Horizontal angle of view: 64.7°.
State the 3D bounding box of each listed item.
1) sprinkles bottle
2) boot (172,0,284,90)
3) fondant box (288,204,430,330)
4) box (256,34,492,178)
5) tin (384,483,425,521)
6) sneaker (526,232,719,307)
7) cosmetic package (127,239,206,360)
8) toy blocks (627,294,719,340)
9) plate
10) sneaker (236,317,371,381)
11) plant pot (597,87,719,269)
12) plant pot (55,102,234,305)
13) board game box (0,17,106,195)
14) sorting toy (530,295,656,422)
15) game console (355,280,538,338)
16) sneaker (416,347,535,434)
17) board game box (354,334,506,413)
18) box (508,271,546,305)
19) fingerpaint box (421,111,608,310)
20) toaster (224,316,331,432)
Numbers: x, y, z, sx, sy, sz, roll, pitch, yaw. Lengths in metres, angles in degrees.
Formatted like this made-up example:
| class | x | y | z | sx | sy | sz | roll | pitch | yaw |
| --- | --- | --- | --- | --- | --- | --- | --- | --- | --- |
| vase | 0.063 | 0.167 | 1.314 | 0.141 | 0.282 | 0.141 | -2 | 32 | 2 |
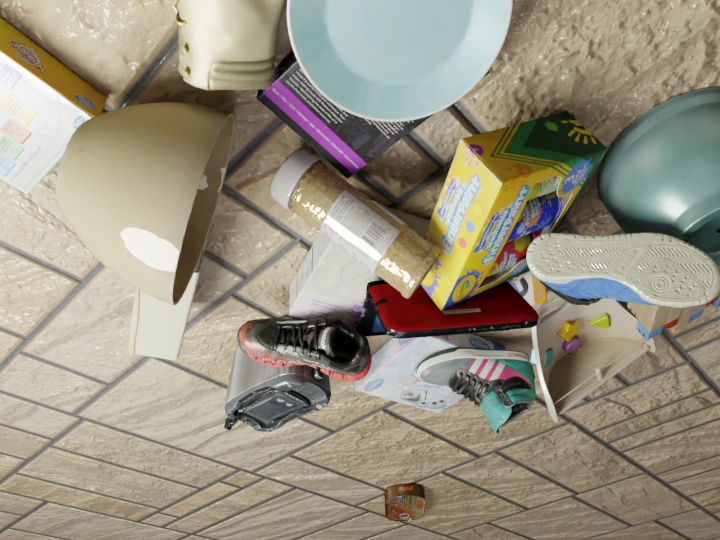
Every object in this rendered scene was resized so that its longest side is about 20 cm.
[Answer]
| class | x | y | z | sx | sy | sz | roll | pitch | yaw |
| --- | --- | --- | --- | --- | --- | --- | --- | --- | --- |
| sprinkles bottle | -0.006 | -0.053 | 0.637 | 0.199 | 0.068 | 0.069 | 37 | 135 | 7 |
| boot | -0.156 | -0.240 | 0.481 | 0.196 | 0.074 | 0.157 | 6 | 136 | -19 |
| fondant box | 0.000 | 0.000 | 0.781 | 0.141 | 0.059 | 0.201 | 15 | 137 | -20 |
| box | 0.012 | -0.196 | 0.574 | 0.198 | 0.037 | 0.142 | -30 | 132 | 29 |
| tin | 0.119 | 0.623 | 1.523 | 0.109 | 0.043 | 0.202 | 0 | 139 | 3 |
| sneaker | 0.297 | 0.002 | 0.659 | 0.196 | 0.079 | 0.111 | 6 | 173 | 22 |
| cosmetic package | -0.255 | 0.020 | 0.751 | 0.072 | 0.105 | 0.201 | 12 | 136 | -17 |
| toy blocks | 0.464 | 0.032 | 0.818 | 0.197 | 0.101 | 0.138 | -28 | 143 | -2 |
| plate | 0.034 | -0.224 | 0.499 | 0.195 | 0.026 | 0.202 | -1 | 138 | -1 |
| sneaker | -0.074 | 0.099 | 0.787 | 0.196 | 0.072 | 0.098 | 13 | 154 | -5 |
| plant pot | 0.395 | -0.082 | 0.656 | 0.195 | 0.136 | 0.202 | -2 | 140 | -2 |
| plant pot | -0.220 | -0.083 | 0.574 | 0.132 | 0.203 | 0.202 | 18 | 136 | -10 |
| board game box | -0.381 | -0.181 | 0.558 | 0.151 | 0.041 | 0.199 | -29 | 133 | 26 |
| sorting toy | 0.332 | 0.098 | 0.877 | 0.198 | 0.107 | 0.181 | -34 | 126 | -2 |
| game console | 0.106 | 0.075 | 0.757 | 0.195 | 0.173 | 0.121 | -4 | 117 | -12 |
| sneaker | 0.192 | 0.196 | 0.906 | 0.195 | 0.122 | 0.085 | 0 | 138 | -6 |
| board game box | 0.122 | 0.172 | 0.997 | 0.196 | 0.044 | 0.200 | 21 | 133 | -28 |
| box | 0.168 | 0.021 | 0.832 | 0.196 | 0.042 | 0.120 | -16 | 138 | 10 |
| fingerpaint box | 0.164 | -0.064 | 0.654 | 0.164 | 0.074 | 0.202 | -19 | 146 | -29 |
| toaster | -0.136 | 0.167 | 0.907 | 0.198 | 0.131 | 0.113 | -31 | 132 | 28 |
